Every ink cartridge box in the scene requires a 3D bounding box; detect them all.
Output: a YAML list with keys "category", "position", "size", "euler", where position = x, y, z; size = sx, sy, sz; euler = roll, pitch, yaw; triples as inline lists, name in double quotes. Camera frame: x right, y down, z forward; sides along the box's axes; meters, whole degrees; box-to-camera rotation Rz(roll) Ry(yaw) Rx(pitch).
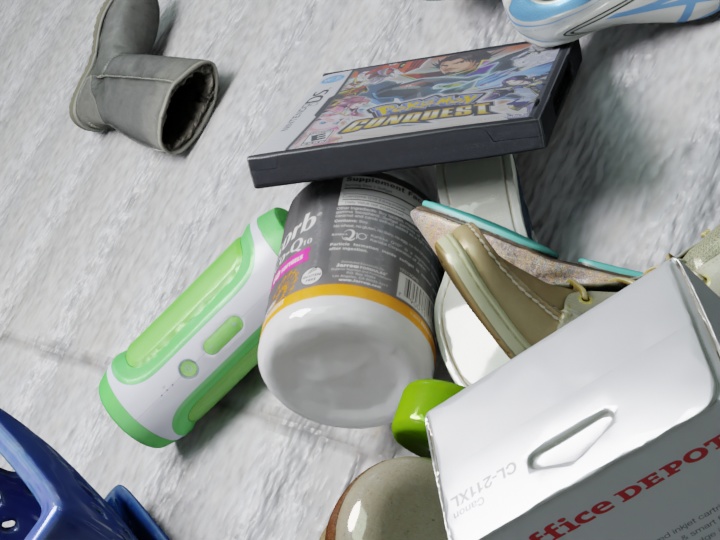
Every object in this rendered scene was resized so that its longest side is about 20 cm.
- category: "ink cartridge box"
  position: [0.149, 0.102, 0.651]
  size: [0.146, 0.200, 0.083]
  euler: [-34, 41, 23]

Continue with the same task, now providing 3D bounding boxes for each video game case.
- category: "video game case"
  position: [0.042, -0.113, 0.964]
  size: [0.200, 0.026, 0.181]
  euler: [-6, 23, 20]

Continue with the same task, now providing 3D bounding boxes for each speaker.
- category: "speaker"
  position: [-0.109, 0.045, 1.074]
  size: [0.200, 0.088, 0.089]
  euler: [-44, 38, 13]

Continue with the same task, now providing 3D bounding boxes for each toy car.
- category: "toy car"
  position: [0.036, 0.180, 0.805]
  size: [0.165, 0.158, 0.200]
  euler: [-68, 10, -25]

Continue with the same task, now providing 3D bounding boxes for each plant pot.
- category: "plant pot"
  position: [-0.232, 0.233, 0.977]
  size: [0.200, 0.180, 0.200]
  euler: [-56, 37, -2]

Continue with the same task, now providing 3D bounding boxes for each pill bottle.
- category: "pill bottle"
  position: [0.000, 0.000, 0.956]
  size: [0.116, 0.116, 0.200]
  euler: [-29, 33, 29]

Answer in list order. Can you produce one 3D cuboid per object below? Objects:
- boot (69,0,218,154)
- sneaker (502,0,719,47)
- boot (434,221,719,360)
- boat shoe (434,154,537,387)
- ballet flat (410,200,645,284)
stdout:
- category: "boot"
  position: [-0.208, -0.207, 1.396]
  size: [0.200, 0.072, 0.182]
  euler: [9, 82, 57]
- category: "sneaker"
  position: [0.191, -0.206, 0.945]
  size: [0.200, 0.073, 0.072]
  euler: [-14, 49, 20]
- category: "boot"
  position: [0.151, 0.009, 0.735]
  size: [0.155, 0.200, 0.072]
  euler: [-45, 15, 9]
- category: "boat shoe"
  position: [0.085, 0.000, 0.916]
  size: [0.075, 0.062, 0.200]
  euler: [-18, 56, 17]
- category: "ballet flat"
  position: [0.111, 0.016, 0.823]
  size: [0.200, 0.068, 0.067]
  euler: [20, 91, 23]
